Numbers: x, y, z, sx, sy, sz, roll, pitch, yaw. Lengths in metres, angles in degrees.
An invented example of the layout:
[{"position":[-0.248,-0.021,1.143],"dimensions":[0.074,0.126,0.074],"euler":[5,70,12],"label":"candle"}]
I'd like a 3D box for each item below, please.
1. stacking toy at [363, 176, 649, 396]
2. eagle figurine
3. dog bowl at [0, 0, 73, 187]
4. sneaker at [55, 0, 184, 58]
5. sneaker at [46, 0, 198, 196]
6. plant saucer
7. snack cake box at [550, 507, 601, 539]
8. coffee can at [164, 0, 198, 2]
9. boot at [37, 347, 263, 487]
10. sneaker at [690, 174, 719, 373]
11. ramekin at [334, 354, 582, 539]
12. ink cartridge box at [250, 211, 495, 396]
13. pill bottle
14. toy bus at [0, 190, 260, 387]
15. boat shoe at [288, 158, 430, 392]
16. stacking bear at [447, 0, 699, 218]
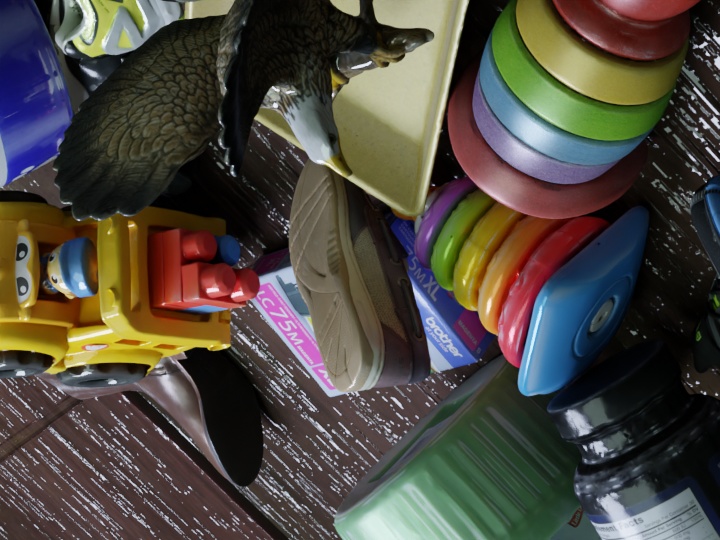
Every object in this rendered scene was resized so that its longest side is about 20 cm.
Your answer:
[{"position":[0.076,-0.021,1.108],"dimensions":[0.200,0.116,0.110],"euler":[34,141,24],"label":"stacking toy"},{"position":[-0.056,-0.107,0.917],"dimensions":[0.151,0.200,0.152],"euler":[33,123,34],"label":"eagle figurine"},{"position":[-0.280,-0.154,1.194],"dimensions":[0.200,0.079,0.200],"euler":[48,155,31],"label":"dog bowl"},{"position":[-0.165,-0.207,0.983],"dimensions":[0.075,0.076,0.200],"euler":[42,156,54],"label":"sneaker"},{"position":[-0.157,-0.135,1.203],"dimensions":[0.087,0.076,0.200],"euler":[5,137,12],"label":"sneaker"},{"position":[-0.016,-0.157,1.054],"dimensions":[0.200,0.048,0.200],"euler":[34,144,19],"label":"plant saucer"},{"position":[0.130,0.248,1.297],"dimensions":[0.067,0.115,0.200],"euler":[33,149,6],"label":"snack cake box"},{"position":[-0.063,-0.252,0.883],"dimensions":[0.146,0.200,0.147],"euler":[22,140,20],"label":"coffee can"},{"position":[-0.190,0.103,1.462],"dimensions":[0.200,0.064,0.187],"euler":[-9,110,40],"label":"boot"},{"position":[0.233,0.032,1.044],"dimensions":[0.083,0.071,0.200],"euler":[-2,131,32],"label":"sneaker"},{"position":[0.075,0.148,1.196],"dimensions":[0.098,0.200,0.200],"euler":[47,142,0],"label":"ramekin"},{"position":[0.013,0.024,1.241],"dimensions":[0.200,0.042,0.119],"euler":[-19,116,46],"label":"ink cartridge box"},{"position":[0.204,0.149,1.076],"dimensions":[0.112,0.112,0.200],"euler":[-27,95,50],"label":"pill bottle"},{"position":[-0.178,0.007,1.243],"dimensions":[0.192,0.136,0.200],"euler":[-10,167,38],"label":"toy bus"},{"position":[0.000,0.000,1.133],"dimensions":[0.065,0.200,0.072],"euler":[10,131,-25],"label":"boat shoe"},{"position":[0.131,-0.130,0.936],"dimensions":[0.121,0.114,0.200],"euler":[34,138,5],"label":"stacking bear"}]
